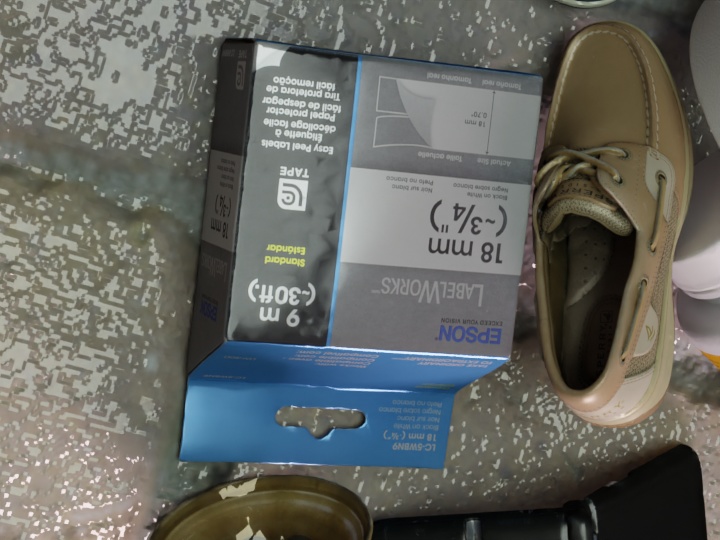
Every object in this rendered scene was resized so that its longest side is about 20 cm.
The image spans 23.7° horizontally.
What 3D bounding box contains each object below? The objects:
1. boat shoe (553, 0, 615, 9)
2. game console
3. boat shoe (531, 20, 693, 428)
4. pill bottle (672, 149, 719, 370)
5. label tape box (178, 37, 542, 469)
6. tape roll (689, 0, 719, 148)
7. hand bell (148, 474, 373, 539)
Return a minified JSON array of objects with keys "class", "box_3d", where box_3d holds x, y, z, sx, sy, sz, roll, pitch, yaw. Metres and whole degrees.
[{"class":"boat shoe","box_3d":[0.070,-0.205,0.800,0.075,0.062,0.200,-42,111,-13]},{"class":"game console","box_3d":[0.098,0.205,0.894,0.175,0.116,0.201,-5,100,10]},{"class":"boat shoe","box_3d":[0.115,-0.030,0.807,0.064,0.071,0.201,29,57,-59]},{"class":"pill bottle","box_3d":[0.237,0.028,0.873,0.200,0.109,0.109,42,82,-21]},{"class":"label tape box","box_3d":[0.000,0.000,0.801,0.144,0.063,0.201,4,96,-21]},{"class":"tape roll","box_3d":[0.250,-0.073,0.838,0.202,0.037,0.203,19,49,-24]},{"class":"hand bell","box_3d":[-0.035,0.210,0.820,0.104,0.104,0.201,-15,116,-19]}]
